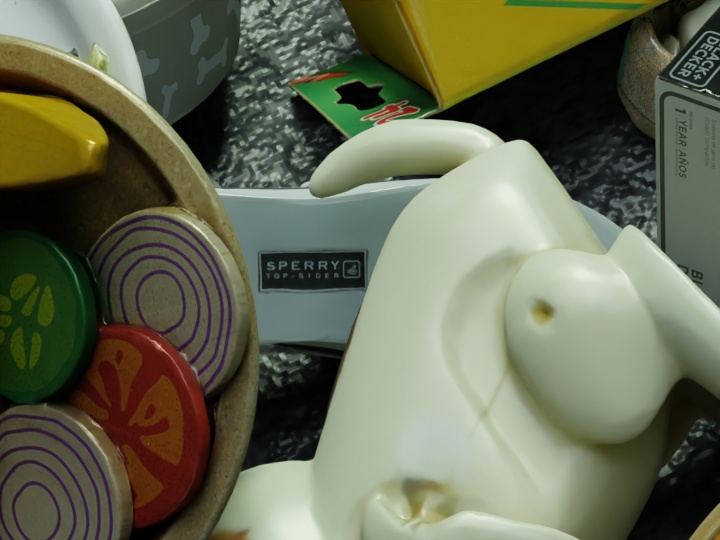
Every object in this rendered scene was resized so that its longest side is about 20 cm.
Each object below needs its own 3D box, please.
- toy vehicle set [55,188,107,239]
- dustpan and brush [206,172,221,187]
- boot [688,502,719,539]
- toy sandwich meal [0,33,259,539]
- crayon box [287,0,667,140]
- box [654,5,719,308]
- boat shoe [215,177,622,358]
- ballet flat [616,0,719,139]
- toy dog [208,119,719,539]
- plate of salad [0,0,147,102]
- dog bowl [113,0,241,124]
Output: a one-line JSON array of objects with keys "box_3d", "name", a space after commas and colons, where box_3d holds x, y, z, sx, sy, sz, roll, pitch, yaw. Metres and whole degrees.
[{"box_3d": [-0.143, 0.049, 0.773, 0.200, 0.027, 0.124, -44, 80, 14], "name": "toy vehicle set"}, {"box_3d": [-0.157, -0.011, 0.918, 0.200, 0.057, 0.140, -36, 53, -13], "name": "dustpan and brush"}, {"box_3d": [0.127, 0.160, 0.673, 0.144, 0.071, 0.202, 37, 108, 40], "name": "boot"}, {"box_3d": [-0.129, 0.023, 0.714, 0.204, 0.070, 0.206, 1, 93, 18], "name": "toy sandwich meal"}, {"box_3d": [0.065, -0.118, 0.910, 0.200, 0.051, 0.127, -27, 18, -6], "name": "crayon box"}, {"box_3d": [0.193, -0.003, 0.788, 0.200, 0.117, 0.060, 23, 52, 29], "name": "box"}, {"box_3d": [0.000, 0.003, 0.862, 0.199, 0.068, 0.074, -2, 97, -8], "name": "boat shoe"}, {"box_3d": [0.189, -0.090, 0.885, 0.199, 0.067, 0.068, -14, 52, 4], "name": "ballet flat"}, {"box_3d": [0.019, 0.068, 0.760, 0.194, 0.140, 0.200, 44, 90, 6], "name": "toy dog"}, {"box_3d": [-0.166, -0.036, 0.817, 0.199, 0.048, 0.201, -2, 82, 14], "name": "plate of salad"}, {"box_3d": [-0.136, -0.097, 0.940, 0.199, 0.059, 0.200, -6, 30, 4], "name": "dog bowl"}]
